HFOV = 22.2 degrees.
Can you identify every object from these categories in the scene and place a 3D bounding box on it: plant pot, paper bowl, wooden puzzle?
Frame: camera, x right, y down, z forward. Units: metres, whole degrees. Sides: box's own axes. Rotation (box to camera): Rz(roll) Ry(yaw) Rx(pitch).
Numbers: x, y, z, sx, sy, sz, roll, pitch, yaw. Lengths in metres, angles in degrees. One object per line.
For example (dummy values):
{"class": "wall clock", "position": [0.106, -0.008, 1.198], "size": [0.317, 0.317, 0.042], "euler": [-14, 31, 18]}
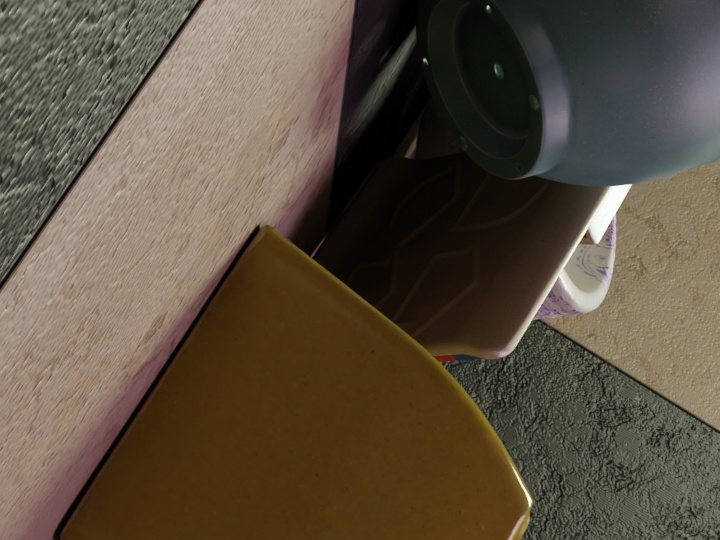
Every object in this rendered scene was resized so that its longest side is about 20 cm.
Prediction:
{"class": "plant pot", "position": [-0.022, 0.131, 0.998], "size": [0.195, 0.199, 0.196], "euler": [-57, 175, -16]}
{"class": "plant pot", "position": [0.115, -0.129, 1.015], "size": [0.133, 0.201, 0.201], "euler": [-26, 160, -24]}
{"class": "paper bowl", "position": [0.108, -0.064, 1.314], "size": [0.200, 0.103, 0.203], "euler": [-6, 90, -67]}
{"class": "wooden puzzle", "position": [0.055, -0.005, 1.137], "size": [0.199, 0.046, 0.186], "euler": [-2, -136, 45]}

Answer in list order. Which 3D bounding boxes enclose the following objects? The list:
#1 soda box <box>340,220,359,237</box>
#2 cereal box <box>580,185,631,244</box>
{"class": "soda box", "position": [-0.010, 0.051, 1.287], "size": [0.068, 0.064, 0.201], "euler": [-23, 149, -49]}
{"class": "cereal box", "position": [0.137, -0.138, 1.201], "size": [0.144, 0.039, 0.201], "euler": [-54, 133, -36]}
